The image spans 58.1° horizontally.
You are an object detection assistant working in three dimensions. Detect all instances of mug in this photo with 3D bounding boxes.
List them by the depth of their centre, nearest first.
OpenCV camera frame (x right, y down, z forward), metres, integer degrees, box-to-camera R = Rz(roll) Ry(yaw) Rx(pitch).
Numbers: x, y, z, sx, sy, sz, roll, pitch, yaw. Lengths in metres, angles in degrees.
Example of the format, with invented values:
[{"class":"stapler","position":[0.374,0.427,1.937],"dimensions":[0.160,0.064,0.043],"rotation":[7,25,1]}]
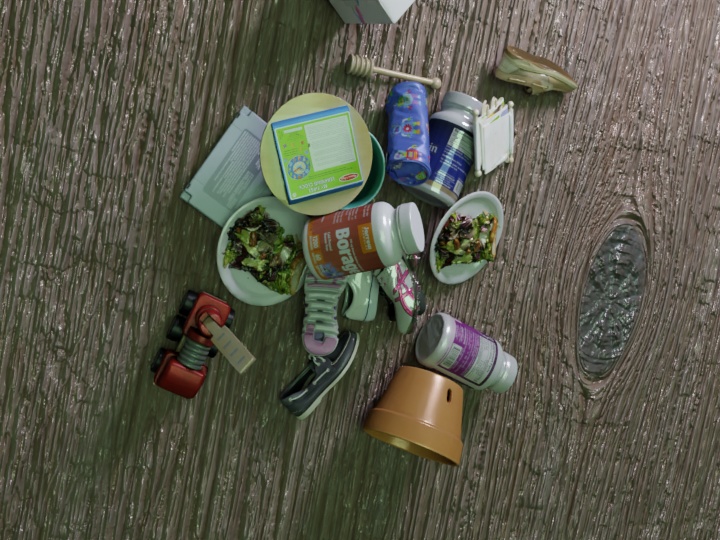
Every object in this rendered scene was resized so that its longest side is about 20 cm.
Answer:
[{"class":"mug","position":[-0.056,-0.195,1.184],"dimensions":[0.183,0.114,0.154],"rotation":[27,88,-18]}]

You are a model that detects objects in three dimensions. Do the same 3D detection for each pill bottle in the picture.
[{"class":"pill bottle","position":[0.006,-0.055,1.127],"dimensions":[0.196,0.112,0.114],"rotation":[-12,102,19]},{"class":"pill bottle","position":[0.167,-0.232,1.253],"dimensions":[0.114,0.116,0.203],"rotation":[25,88,-19]},{"class":"pill bottle","position":[0.219,0.174,1.320],"dimensions":[0.198,0.112,0.114],"rotation":[27,88,-20]}]

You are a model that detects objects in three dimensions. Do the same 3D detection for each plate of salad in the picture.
[{"class":"plate of salad","position":[-0.163,-0.031,1.177],"dimensions":[0.197,0.048,0.204],"rotation":[-10,110,-29]},{"class":"plate of salad","position":[0.220,-0.059,1.292],"dimensions":[0.197,0.048,0.203],"rotation":[-21,129,-28]}]

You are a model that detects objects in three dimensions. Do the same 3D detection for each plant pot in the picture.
[{"class":"plant pot","position":[0.117,0.279,1.268],"dimensions":[0.198,0.199,0.142],"rotation":[28,70,-19]}]

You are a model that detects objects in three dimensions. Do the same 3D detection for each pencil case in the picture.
[{"class":"pencil case","position":[0.085,-0.252,1.198],"dimensions":[0.085,0.078,0.204],"rotation":[-3,62,8]}]

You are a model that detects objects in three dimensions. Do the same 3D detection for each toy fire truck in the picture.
[{"class":"toy fire truck","position":[-0.267,0.142,1.107],"dimensions":[0.127,0.200,0.178],"rotation":[27,88,-18]}]

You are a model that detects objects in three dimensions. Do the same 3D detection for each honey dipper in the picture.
[{"class":"honey dipper","position":[0.068,-0.376,1.245],"dimensions":[0.196,0.038,0.039],"rotation":[7,94,-21]}]

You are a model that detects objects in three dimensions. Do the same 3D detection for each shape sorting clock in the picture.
[{"class":"shape sorting clock","position":[-0.074,-0.195,1.096],"dimensions":[0.196,0.039,0.204],"rotation":[-4,101,-18]}]

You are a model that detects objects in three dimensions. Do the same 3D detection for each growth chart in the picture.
[{"class":"growth chart","position":[0.262,-0.264,1.259],"dimensions":[0.199,0.017,0.148],"rotation":[-30,123,-51]}]

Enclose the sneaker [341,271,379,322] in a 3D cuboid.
[{"class":"sneaker","position":[0.000,0.000,1.247],"dimensions":[0.069,0.073,0.205],"rotation":[1,96,-22]}]

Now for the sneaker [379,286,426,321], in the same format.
[{"class":"sneaker","position":[0.067,0.006,1.269],"dimensions":[0.078,0.075,0.203],"rotation":[-21,102,-12]}]

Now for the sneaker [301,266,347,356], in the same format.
[{"class":"sneaker","position":[-0.074,0.061,1.228],"dimensions":[0.079,0.088,0.204],"rotation":[9,80,-7]}]

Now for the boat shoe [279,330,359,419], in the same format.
[{"class":"boat shoe","position":[-0.078,0.191,1.244],"dimensions":[0.062,0.073,0.201],"rotation":[38,89,-21]}]

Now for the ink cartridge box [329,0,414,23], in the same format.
[{"class":"ink cartridge box","position":[0.013,-0.526,1.135],"dimensions":[0.129,0.199,0.125],"rotation":[-49,125,-7]}]

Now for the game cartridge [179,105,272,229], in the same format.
[{"class":"game cartridge","position":[-0.217,-0.176,1.175],"dimensions":[0.133,0.040,0.202],"rotation":[36,85,-15]}]

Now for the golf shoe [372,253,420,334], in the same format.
[{"class":"golf shoe","position":[0.068,0.020,1.212],"dimensions":[0.090,0.073,0.204],"rotation":[-2,99,1]}]

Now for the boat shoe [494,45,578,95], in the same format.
[{"class":"boat shoe","position":[0.360,-0.398,1.330],"dimensions":[0.197,0.072,0.065],"rotation":[11,128,-27]}]
